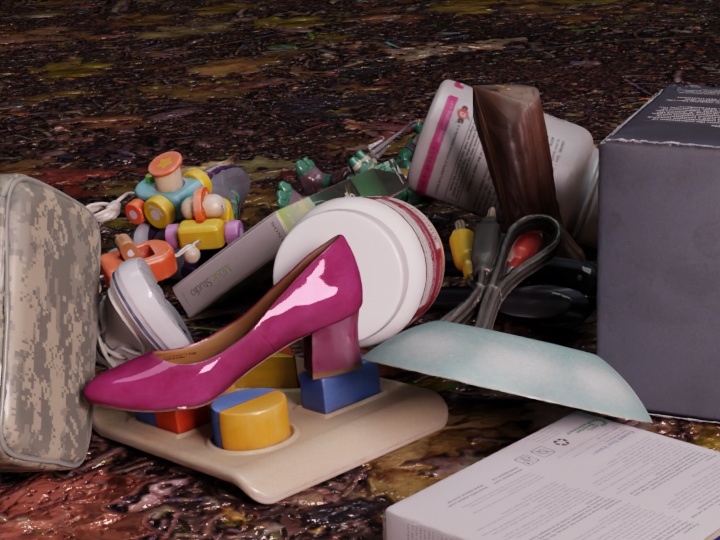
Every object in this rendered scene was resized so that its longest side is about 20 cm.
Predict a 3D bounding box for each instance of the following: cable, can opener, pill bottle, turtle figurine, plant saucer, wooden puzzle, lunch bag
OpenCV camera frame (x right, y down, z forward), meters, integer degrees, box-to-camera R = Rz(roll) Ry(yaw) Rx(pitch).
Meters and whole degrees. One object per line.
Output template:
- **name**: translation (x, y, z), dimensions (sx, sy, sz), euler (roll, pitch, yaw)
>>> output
- **cable**: translation (0.106, 0.017, 1.207), dimensions (0.097, 0.050, 0.200), euler (0, 41, 15)
- **can opener**: translation (0.113, 0.010, 1.289), dimensions (0.200, 0.064, 0.079), euler (9, -9, 41)
- **pill bottle**: translation (0.153, -0.097, 1.466), dimensions (0.199, 0.114, 0.113), euler (20, 21, 4)
- **turtle figurine**: translation (0.021, -0.095, 1.582), dimensions (0.199, 0.101, 0.150), euler (-10, 7, 23)
- **plant saucer**: translation (0.102, 0.064, 1.039), dimensions (0.200, 0.039, 0.201), euler (13, -3, 1)
- **pill bottle**: translation (0.000, 0.000, 1.191), dimensions (0.114, 0.115, 0.200), euler (0, 3, 10)
- **wooden puzzle**: translation (-0.067, 0.091, 1.099), dimensions (0.185, 0.046, 0.200), euler (-18, 23, -39)
- **lunch bag**: translation (-0.276, 0.037, 1.038), dimensions (0.167, 0.201, 0.139), euler (-4, -12, 16)

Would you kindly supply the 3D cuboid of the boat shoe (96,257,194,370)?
- **boat shoe**: translation (-0.163, 0.049, 1.125), dimensions (0.067, 0.074, 0.200), euler (-29, -16, -5)

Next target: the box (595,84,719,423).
- **box**: translation (0.255, -0.018, 1.136), dimensions (0.124, 0.201, 0.197), euler (6, 20, 24)

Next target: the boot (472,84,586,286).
- **boot**: translation (0.126, -0.084, 1.345), dimensions (0.064, 0.201, 0.186), euler (-30, 23, -17)

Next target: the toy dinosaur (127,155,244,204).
- **toy dinosaur**: translation (-0.185, -0.094, 1.650), dimensions (0.101, 0.058, 0.200), euler (-2, 8, -23)

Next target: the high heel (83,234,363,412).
- **high heel**: translation (-0.094, 0.036, 1.049), dimensions (0.199, 0.097, 0.067), euler (-12, 15, -21)

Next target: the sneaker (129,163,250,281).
- **sneaker**: translation (-0.141, -0.038, 1.496), dimensions (0.087, 0.075, 0.200), euler (16, 34, 21)

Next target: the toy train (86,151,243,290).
- **toy train**: translation (-0.189, -0.049, 1.381), dimensions (0.150, 0.056, 0.200), euler (-16, 30, -12)

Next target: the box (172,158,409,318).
- **box**: translation (-0.060, -0.031, 1.377), dimensions (0.144, 0.036, 0.200), euler (-34, -1, 35)

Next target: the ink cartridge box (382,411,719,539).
- **ink cartridge box**: translation (0.150, 0.148, 0.893), dimensions (0.200, 0.043, 0.196), euler (14, 22, 41)
